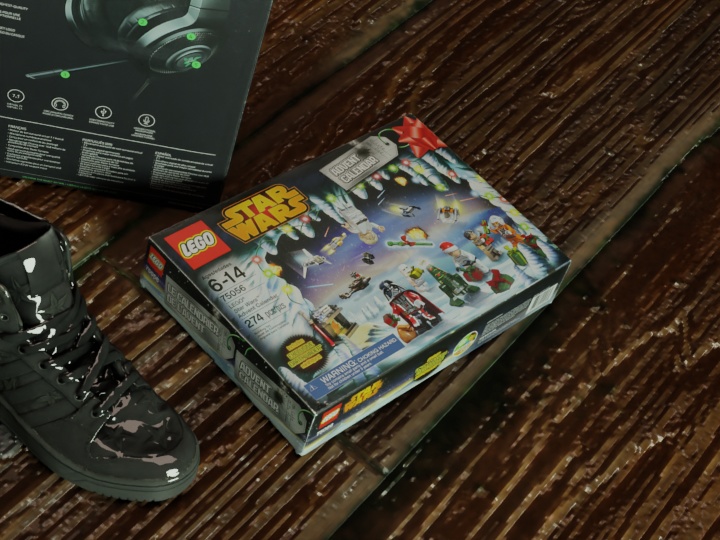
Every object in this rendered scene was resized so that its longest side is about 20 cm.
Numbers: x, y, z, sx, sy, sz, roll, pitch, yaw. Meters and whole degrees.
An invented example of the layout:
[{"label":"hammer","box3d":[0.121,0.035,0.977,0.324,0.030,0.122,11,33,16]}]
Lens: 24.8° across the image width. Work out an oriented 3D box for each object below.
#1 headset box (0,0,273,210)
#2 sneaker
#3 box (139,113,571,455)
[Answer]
[{"label":"headset box","box3d":[-0.139,-0.143,0.862,0.173,0.200,0.093,9,47,-10]},{"label":"sneaker","box3d":[-0.156,0.024,0.770,0.199,0.104,0.060,32,46,11]},{"label":"box","box3d":[0.000,0.000,0.890,0.200,0.040,0.137,-29,62,-36]}]
